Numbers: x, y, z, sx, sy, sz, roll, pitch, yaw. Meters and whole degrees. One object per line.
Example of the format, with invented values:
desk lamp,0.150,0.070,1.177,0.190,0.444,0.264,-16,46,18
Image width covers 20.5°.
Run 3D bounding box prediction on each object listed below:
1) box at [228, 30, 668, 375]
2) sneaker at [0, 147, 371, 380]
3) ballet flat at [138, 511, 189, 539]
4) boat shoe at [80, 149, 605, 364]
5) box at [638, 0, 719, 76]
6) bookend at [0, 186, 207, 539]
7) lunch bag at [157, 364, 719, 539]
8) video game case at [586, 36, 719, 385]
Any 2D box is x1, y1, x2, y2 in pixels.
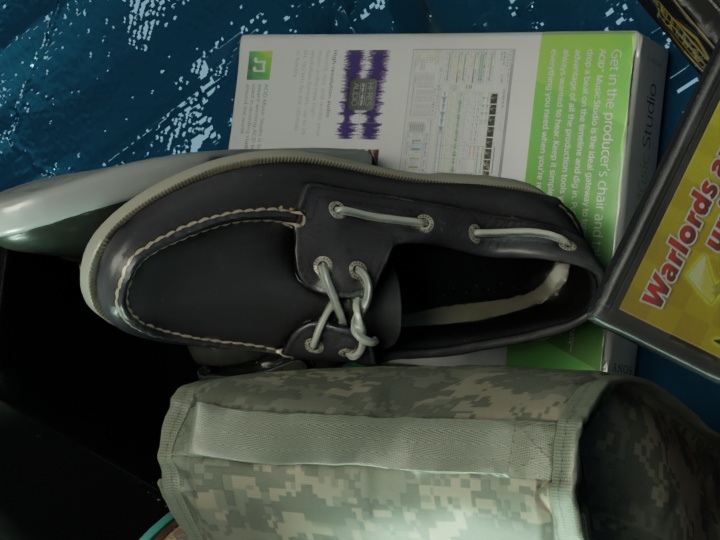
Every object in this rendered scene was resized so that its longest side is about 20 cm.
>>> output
box,0.029,-0.028,0.850,0.200,0.036,0.145,4,85,34
sneaker,-0.061,0.005,0.772,0.071,0.200,0.099,-4,92,38
ballet flat,-0.074,0.168,0.822,0.067,0.200,0.068,38,61,11
boat shoe,0.000,0.000,0.726,0.063,0.200,0.073,44,131,54
box,0.227,-0.084,0.649,0.198,0.050,0.200,-40,87,-2
bookend,-0.155,0.077,0.843,0.200,0.199,0.092,-19,53,29
lunch bag,0.041,0.091,0.719,0.164,0.200,0.118,1,73,31
video game case,0.194,-0.036,0.612,0.181,0.026,0.200,26,89,2
